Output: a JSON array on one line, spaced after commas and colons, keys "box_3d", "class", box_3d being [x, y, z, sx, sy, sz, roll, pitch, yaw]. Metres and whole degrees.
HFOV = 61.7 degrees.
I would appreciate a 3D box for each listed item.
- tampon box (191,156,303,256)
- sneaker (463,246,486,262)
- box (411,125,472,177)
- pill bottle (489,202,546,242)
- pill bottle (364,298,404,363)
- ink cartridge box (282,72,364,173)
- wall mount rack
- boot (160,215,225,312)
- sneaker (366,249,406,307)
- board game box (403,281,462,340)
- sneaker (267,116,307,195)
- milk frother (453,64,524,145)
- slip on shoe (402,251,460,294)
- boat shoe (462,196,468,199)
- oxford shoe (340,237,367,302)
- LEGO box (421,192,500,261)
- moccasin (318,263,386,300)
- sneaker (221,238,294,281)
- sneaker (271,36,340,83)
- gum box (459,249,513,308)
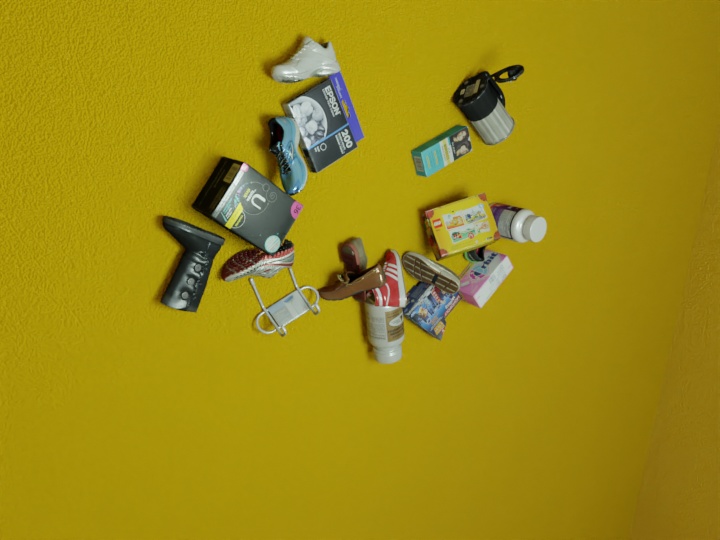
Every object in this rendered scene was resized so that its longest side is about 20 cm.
[{"box_3d": [-0.271, -0.155, 1.461, 0.200, 0.126, 0.151, 34, 84, -39], "class": "tampon box"}, {"box_3d": [0.401, -0.122, 1.998, 0.076, 0.083, 0.202, -9, 111, -40], "class": "sneaker"}, {"box_3d": [0.249, -0.364, 1.832, 0.199, 0.049, 0.083, -33, 121, -24], "class": "box"}, {"box_3d": [0.510, -0.155, 1.996, 0.111, 0.199, 0.112, -12, 112, -33], "class": "pill bottle"}, {"box_3d": [0.076, 0.174, 1.831, 0.114, 0.114, 0.202, -19, 115, -31], "class": "pill bottle"}, {"box_3d": [-0.083, -0.390, 1.581, 0.200, 0.043, 0.199, -38, 123, -23], "class": "ink cartridge box"}, {"box_3d": [-0.205, 0.073, 1.622, 0.199, 0.075, 0.174, -33, 83, -25], "class": "wall mount rack"}, {"box_3d": [-0.430, -0.011, 1.434, 0.164, 0.066, 0.201, 23, 94, -37], "class": "boot"}, {"box_3d": [0.067, 0.022, 1.769, 0.111, 0.201, 0.072, -3, 142, -6], "class": "sneaker"}, {"box_3d": [0.234, 0.123, 1.967, 0.200, 0.062, 0.200, -47, 127, -15], "class": "board game box"}, {"box_3d": [-0.192, -0.280, 1.475, 0.090, 0.078, 0.202, -2, 78, -59], "class": "sneaker"}, {"box_3d": [0.420, -0.507, 1.821, 0.188, 0.199, 0.181, 39, 76, -38], "class": "milk frother"}, {"box_3d": [0.224, 0.000, 1.877, 0.076, 0.199, 0.061, -66, 174, 35], "class": "slip on shoe"}, {"box_3d": [0.296, -0.152, 1.921, 0.200, 0.071, 0.063, -46, 120, -18], "class": "boat shoe"}, {"box_3d": [0.000, 0.000, 1.751, 0.075, 0.070, 0.201, -39, 133, -41], "class": "oxford shoe"}, {"box_3d": [0.307, -0.133, 1.847, 0.198, 0.077, 0.150, -17, 82, -6], "class": "LEGO box"}, {"box_3d": [-0.028, 0.031, 1.681, 0.078, 0.200, 0.074, 65, 27, -18], "class": "moccasin"}, {"box_3d": [-0.257, -0.008, 1.543, 0.199, 0.078, 0.083, -19, 128, -18], "class": "sneaker"}, {"box_3d": [-0.143, -0.520, 1.485, 0.199, 0.078, 0.100, -26, 112, -38], "class": "sneaker"}, {"box_3d": [0.412, 0.019, 2.033, 0.200, 0.113, 0.066, -48, 127, -14], "class": "gum box"}]
